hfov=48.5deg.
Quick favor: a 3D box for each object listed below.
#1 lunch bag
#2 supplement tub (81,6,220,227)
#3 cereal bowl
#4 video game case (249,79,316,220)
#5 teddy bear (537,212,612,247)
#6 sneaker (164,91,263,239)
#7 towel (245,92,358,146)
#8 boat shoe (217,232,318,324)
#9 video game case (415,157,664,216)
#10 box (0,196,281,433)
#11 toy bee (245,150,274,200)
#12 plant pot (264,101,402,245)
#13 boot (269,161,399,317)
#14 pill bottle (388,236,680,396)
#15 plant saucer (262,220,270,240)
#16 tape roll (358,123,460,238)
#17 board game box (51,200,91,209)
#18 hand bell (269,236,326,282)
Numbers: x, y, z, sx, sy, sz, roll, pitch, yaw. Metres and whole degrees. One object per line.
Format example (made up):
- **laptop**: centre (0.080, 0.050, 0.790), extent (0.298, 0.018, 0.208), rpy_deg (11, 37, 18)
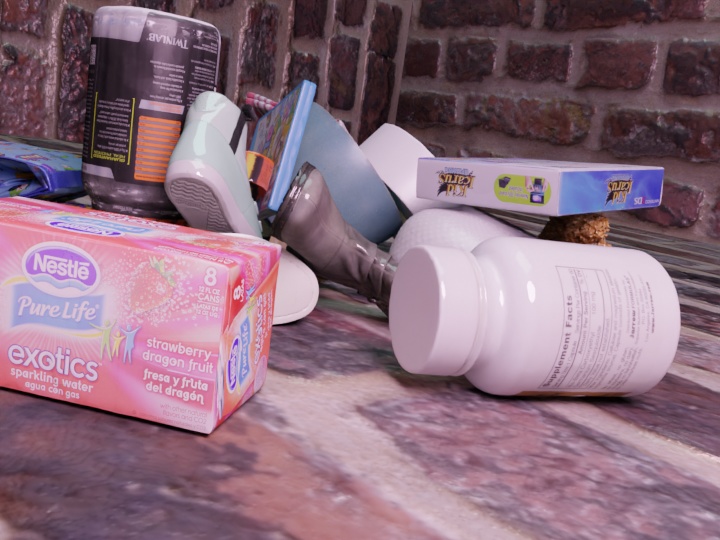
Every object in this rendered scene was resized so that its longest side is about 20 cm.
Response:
- **lunch bag**: centre (-0.386, -0.110, 0.933), extent (0.195, 0.097, 0.150), rpy_deg (-1, 7, 15)
- **supplement tub**: centre (-0.202, -0.139, 0.768), extent (0.119, 0.205, 0.123), rpy_deg (8, 9, -1)
- **cereal bowl**: centre (0.133, -0.013, 0.840), extent (0.197, 0.085, 0.200), rpy_deg (24, 9, -4)
- **video game case**: centre (-0.107, -0.127, 0.932), extent (0.017, 0.146, 0.199), rpy_deg (17, -9, -20)
- **teddy bear**: centre (0.250, 0.001, 0.840), extent (0.066, 0.147, 0.200), rpy_deg (-27, 9, 5)
- **sneaker**: centre (-0.118, -0.071, 0.747), extent (0.072, 0.120, 0.202), rpy_deg (3, -32, 9)
- **towel**: centre (-0.066, -0.195, 1.170), extent (0.198, 0.030, 0.146), rpy_deg (24, -14, 35)
- **boat shoe**: centre (-0.134, 0.000, 0.689), extent (0.197, 0.074, 0.060), rpy_deg (12, -2, -19)
- **video game case**: centre (0.188, -0.091, 0.838), extent (0.197, 0.047, 0.179), rpy_deg (-7, 15, -42)
- **box**: centre (-0.158, 0.019, 0.487), extent (0.195, 0.097, 0.103), rpy_deg (10, 11, 11)
- **toy bee**: centre (-0.179, -0.080, 0.899), extent (0.107, 0.201, 0.133), rpy_deg (20, 43, -20)
- **plant pot**: centre (-0.058, -0.091, 1.022), extent (0.134, 0.202, 0.200), rpy_deg (-38, 20, -7)
- **boot**: centre (-0.004, -0.019, 0.703), extent (0.129, 0.069, 0.200), rpy_deg (28, -11, 8)
- **pill bottle**: centre (0.126, 0.035, 0.597), extent (0.195, 0.117, 0.114), rpy_deg (5, 10, -22)
- **plant saucer**: centre (-0.133, -0.087, 1.156), extent (0.195, 0.030, 0.202), rpy_deg (11, 31, -6)
- **tape roll**: centre (0.069, -0.093, 1.065), extent (0.203, 0.071, 0.203), rpy_deg (48, -8, 9)
- **board game box**: centre (-0.262, -0.030, 0.832), extent (0.131, 0.046, 0.200), rpy_deg (6, 10, -18)
- **hand bell**: centre (0.000, 0.000, 0.848), extent (0.196, 0.106, 0.104), rpy_deg (21, 9, -2)
